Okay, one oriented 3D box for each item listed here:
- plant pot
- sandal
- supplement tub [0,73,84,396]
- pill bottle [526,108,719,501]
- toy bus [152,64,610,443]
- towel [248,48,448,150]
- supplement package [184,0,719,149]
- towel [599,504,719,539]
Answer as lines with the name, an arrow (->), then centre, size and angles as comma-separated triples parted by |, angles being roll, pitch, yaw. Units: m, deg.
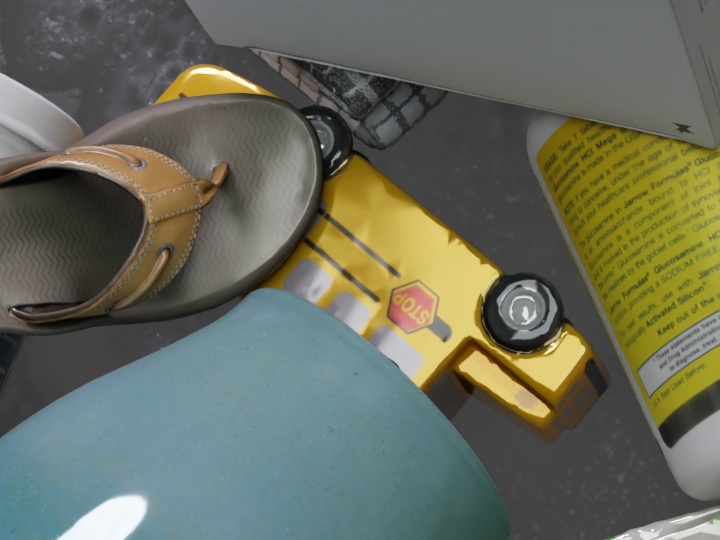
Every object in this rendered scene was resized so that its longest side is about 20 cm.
plant pot -> -0.055, 0.114, 0.918 | 0.200, 0.200, 0.188 | 40, 73, 18
sandal -> -0.102, -0.019, 0.927 | 0.199, 0.055, 0.082 | -8, 90, -22
supplement tub -> -0.200, 0.015, 0.992 | 0.140, 0.140, 0.200 | 19, 80, 15
pill bottle -> 0.131, -0.026, 0.954 | 0.112, 0.112, 0.200 | -24, 73, 4
toy bus -> 0.000, 0.000, 0.997 | 0.200, 0.065, 0.078 | 39, 86, 18
towel -> -0.008, -0.168, 1.025 | 0.166, 0.086, 0.200 | -46, 66, -4
supplement package -> 0.032, -0.138, 0.873 | 0.199, 0.156, 0.111 | 13, 73, 20
towel -> 0.193, 0.142, 0.929 | 0.199, 0.031, 0.150 | -19, 85, 8
